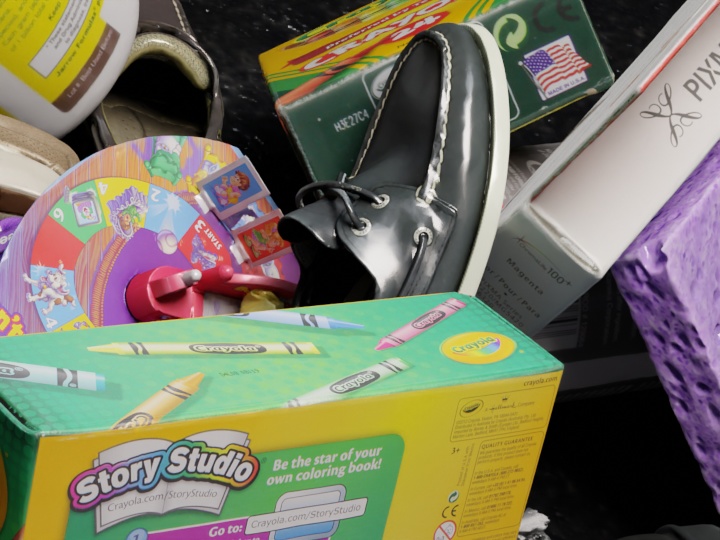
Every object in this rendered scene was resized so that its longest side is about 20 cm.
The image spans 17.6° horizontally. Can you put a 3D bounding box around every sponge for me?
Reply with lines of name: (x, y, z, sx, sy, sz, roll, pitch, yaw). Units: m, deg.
sponge: (0.167, 0.048, 0.934, 0.030, 0.201, 0.112, -9, 27, 37)

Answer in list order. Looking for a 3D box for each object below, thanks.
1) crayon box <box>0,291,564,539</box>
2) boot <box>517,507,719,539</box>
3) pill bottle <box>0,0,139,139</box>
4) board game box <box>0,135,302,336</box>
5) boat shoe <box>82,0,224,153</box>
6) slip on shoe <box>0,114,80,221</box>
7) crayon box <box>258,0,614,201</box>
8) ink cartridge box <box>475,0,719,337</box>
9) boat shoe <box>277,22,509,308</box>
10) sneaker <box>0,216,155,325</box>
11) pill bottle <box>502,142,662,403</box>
crayon box: (-0.039, 0.078, 0.730, 0.199, 0.119, 0.058, -5, 29, -37)
boot: (0.082, 0.154, 0.824, 0.162, 0.074, 0.198, -3, 27, -20)
pill bottle: (-0.190, -0.137, 0.948, 0.200, 0.109, 0.110, 39, 25, -44)
board game box: (-0.046, 0.043, 0.868, 0.158, 0.039, 0.200, -43, 104, -39)
boat shoe: (-0.090, -0.078, 1.028, 0.073, 0.065, 0.200, 2, 46, -19)
slip on shoe: (-0.208, -0.047, 0.938, 0.199, 0.076, 0.061, 10, 38, -3)
crayon box: (0.024, -0.087, 0.984, 0.127, 0.051, 0.200, -25, 12, 0)
ink cartridge box: (0.124, -0.069, 0.865, 0.044, 0.174, 0.200, 44, 57, -1)
boat shoe: (-0.001, 0.000, 0.839, 0.066, 0.200, 0.074, 16, -2, -27)
sneaker: (-0.160, 0.017, 0.888, 0.199, 0.089, 0.081, 2, 47, -19)
pill bottle: (0.102, -0.001, 0.994, 0.199, 0.111, 0.111, -6, 49, -27)
